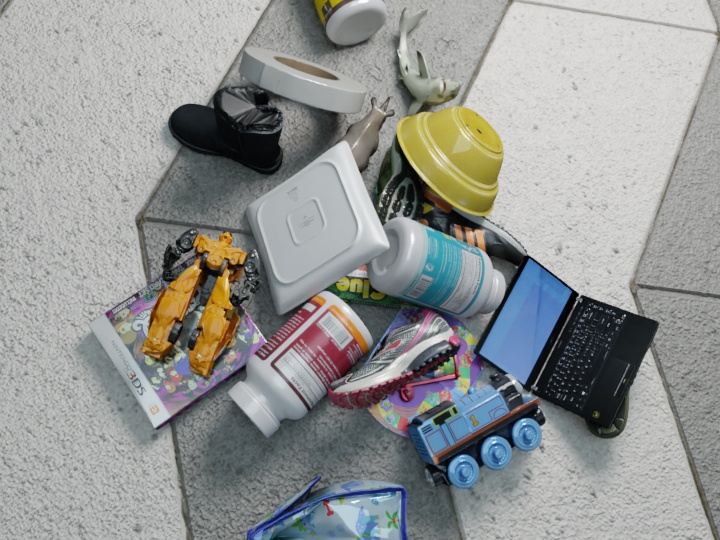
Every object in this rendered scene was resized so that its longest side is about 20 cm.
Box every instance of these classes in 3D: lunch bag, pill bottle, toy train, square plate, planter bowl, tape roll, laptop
[{"bbox_3d":[-0.043,0.332,0.921,0.197,0.170,0.129,-5,75,-5],"label":"lunch bag"},{"bbox_3d":[-0.087,0.133,1.004,0.200,0.113,0.113,-43,82,-15],"label":"pill bottle"},{"bbox_3d":[-0.037,-0.490,1.190,0.108,0.109,0.202,-18,76,-11],"label":"pill bottle"},{"bbox_3d":[0.167,0.225,1.011,0.198,0.087,0.115,-26,88,-12],"label":"toy train"},{"bbox_3d":[-0.074,-0.067,1.037,0.199,0.028,0.200,-31,62,18],"label":"square plate"},{"bbox_3d":[0.116,0.004,1.037,0.198,0.110,0.112,20,70,-29],"label":"pill bottle"},{"bbox_3d":[0.157,-0.186,1.078,0.199,0.083,0.202,29,37,-25],"label":"planter bowl"},{"bbox_3d":[-0.088,-0.293,1.091,0.201,0.203,0.037,21,111,0],"label":"tape roll"},{"bbox_3d":[0.303,0.100,1.047,0.199,0.103,0.178,23,76,37],"label":"laptop"}]

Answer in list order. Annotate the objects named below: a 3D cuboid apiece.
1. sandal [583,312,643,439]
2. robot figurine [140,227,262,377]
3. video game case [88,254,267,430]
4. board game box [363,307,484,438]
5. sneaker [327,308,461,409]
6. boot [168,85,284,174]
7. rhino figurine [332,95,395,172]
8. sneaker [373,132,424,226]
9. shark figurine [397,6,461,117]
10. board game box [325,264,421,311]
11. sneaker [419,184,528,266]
[{"bbox_3d":[0.380,0.157,1.076,0.079,0.057,0.203,7,68,34],"label":"sandal"},{"bbox_3d":[-0.225,0.039,1.006,0.144,0.058,0.202,21,74,-1],"label":"robot figurine"},{"bbox_3d":[-0.261,0.098,1.035,0.199,0.036,0.182,-34,81,-14],"label":"video game case"},{"bbox_3d":[0.094,0.147,1.055,0.157,0.039,0.201,34,74,4],"label":"board game box"},{"bbox_3d":[0.041,0.129,1.000,0.199,0.081,0.075,-26,65,-16],"label":"sneaker"},{"bbox_3d":[-0.204,-0.228,1.066,0.198,0.168,0.077,24,73,2],"label":"boot"},{"bbox_3d":[-0.002,-0.199,1.121,0.059,0.088,0.201,32,74,3],"label":"rhino figurine"},{"bbox_3d":[0.052,-0.124,1.108,0.076,0.088,0.202,27,62,-22],"label":"sneaker"},{"bbox_3d":[0.110,-0.332,1.191,0.089,0.128,0.216,-1,54,-32],"label":"shark figurine"},{"bbox_3d":[0.000,0.000,1.095,0.197,0.023,0.106,6,71,-4],"label":"board game box"},{"bbox_3d":[0.165,-0.049,1.115,0.199,0.070,0.090,34,95,0],"label":"sneaker"}]
